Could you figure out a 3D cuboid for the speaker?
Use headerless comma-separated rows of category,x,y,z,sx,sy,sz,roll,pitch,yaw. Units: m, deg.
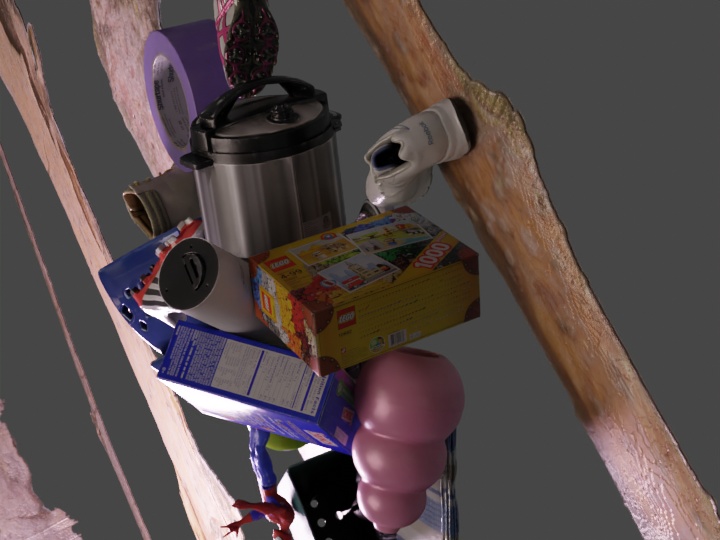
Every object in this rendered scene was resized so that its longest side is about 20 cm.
speaker,-0.134,0.030,1.402,0.082,0.081,0.200,57,-166,30

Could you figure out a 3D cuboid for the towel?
towel,0.077,0.254,1.525,0.146,0.024,0.203,-167,72,-64

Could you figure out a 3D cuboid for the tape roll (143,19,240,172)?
tape roll,-0.231,-0.247,1.801,0.200,0.084,0.202,43,142,47

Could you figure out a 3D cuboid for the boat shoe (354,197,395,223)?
boat shoe,0.000,0.000,1.487,0.072,0.070,0.202,52,147,38

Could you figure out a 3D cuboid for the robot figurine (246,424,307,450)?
robot figurine,-0.107,0.165,1.736,0.117,0.174,0.200,-64,20,17

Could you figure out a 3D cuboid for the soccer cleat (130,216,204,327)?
soccer cleat,-0.219,0.005,1.581,0.085,0.069,0.200,39,139,-3

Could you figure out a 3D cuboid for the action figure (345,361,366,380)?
action figure,-0.012,0.089,1.498,0.200,0.129,0.070,133,124,-65

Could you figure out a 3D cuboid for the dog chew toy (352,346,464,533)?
dog chew toy,0.046,0.189,1.407,0.124,0.123,0.203,16,98,61

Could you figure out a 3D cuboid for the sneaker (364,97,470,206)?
sneaker,0.037,-0.115,1.315,0.075,0.086,0.200,65,156,11

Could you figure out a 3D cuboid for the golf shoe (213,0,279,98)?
golf shoe,-0.147,-0.319,1.597,0.092,0.072,0.203,-147,54,-63

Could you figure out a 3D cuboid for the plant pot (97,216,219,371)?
plant pot,-0.206,0.026,1.750,0.199,0.199,0.182,-25,90,40

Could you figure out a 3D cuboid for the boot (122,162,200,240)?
boot,-0.283,-0.139,1.893,0.201,0.153,0.072,59,152,27

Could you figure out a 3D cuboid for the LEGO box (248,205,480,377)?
LEGO box,0.005,0.017,1.335,0.149,0.198,0.078,37,139,51

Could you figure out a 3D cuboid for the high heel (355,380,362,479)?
high heel,-0.013,0.219,1.581,0.067,0.095,0.203,150,115,-71

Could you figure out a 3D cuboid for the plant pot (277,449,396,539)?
plant pot,-0.029,0.320,1.694,0.143,0.140,0.200,67,160,12

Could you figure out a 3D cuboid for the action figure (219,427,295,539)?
action figure,-0.145,0.266,1.615,0.202,0.098,0.065,71,164,-6

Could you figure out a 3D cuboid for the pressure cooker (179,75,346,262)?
pressure cooker,-0.106,-0.122,1.472,0.176,0.176,0.202,-70,-25,-63

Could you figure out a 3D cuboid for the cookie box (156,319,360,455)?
cookie box,-0.104,0.135,1.442,0.198,0.076,0.171,14,164,17
